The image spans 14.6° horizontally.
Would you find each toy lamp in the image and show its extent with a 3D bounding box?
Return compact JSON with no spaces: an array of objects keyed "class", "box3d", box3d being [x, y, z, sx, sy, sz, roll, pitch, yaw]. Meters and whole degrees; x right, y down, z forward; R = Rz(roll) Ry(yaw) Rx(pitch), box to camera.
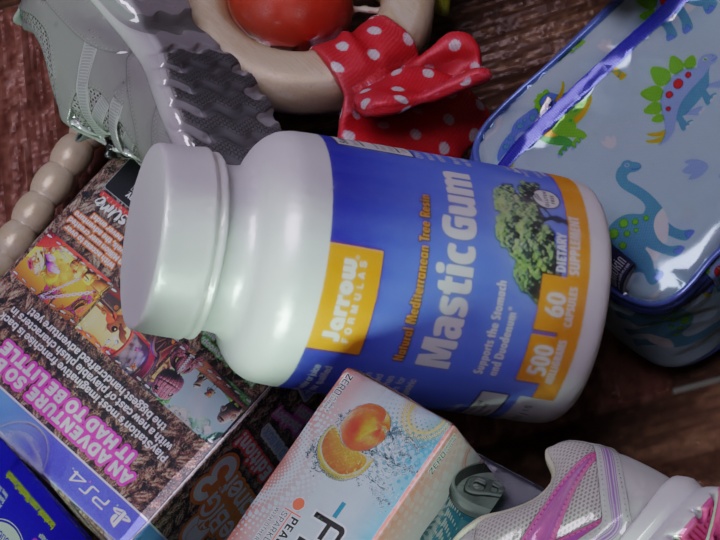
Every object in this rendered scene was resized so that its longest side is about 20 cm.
[{"class":"toy lamp","box3d":[-0.166,-0.033,1.459,0.058,0.058,0.201,23,74,29]}]

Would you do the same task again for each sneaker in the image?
[{"class":"sneaker","box3d":[0.062,0.151,1.128,0.088,0.082,0.200,32,70,33]},{"class":"sneaker","box3d":[-0.102,-0.080,1.350,0.082,0.074,0.201,-48,55,27]}]

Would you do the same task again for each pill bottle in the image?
[{"class":"pill bottle","box3d":[0.000,0.000,1.236,0.199,0.112,0.113,8,60,-17]}]

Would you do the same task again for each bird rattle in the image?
[{"class":"bird rattle","box3d":[-0.010,-0.123,1.401,0.162,0.113,0.201,4,62,6]}]

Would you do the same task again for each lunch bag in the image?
[{"class":"lunch bag","box3d":[0.161,-0.066,1.342,0.200,0.083,0.161,-41,54,-5]}]

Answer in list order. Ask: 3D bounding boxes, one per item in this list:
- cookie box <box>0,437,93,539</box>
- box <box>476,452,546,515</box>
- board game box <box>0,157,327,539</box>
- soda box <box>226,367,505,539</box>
[{"class":"cookie box","box3d":[-0.238,0.108,1.344,0.199,0.171,0.075,19,68,29]},{"class":"box","box3d":[0.052,0.200,1.217,0.196,0.118,0.201,26,74,31]},{"class":"board game box","box3d":[-0.081,0.035,1.366,0.200,0.097,0.159,-47,58,-8]},{"class":"soda box","box3d":[-0.027,0.145,1.166,0.063,0.068,0.201,28,76,34]}]
